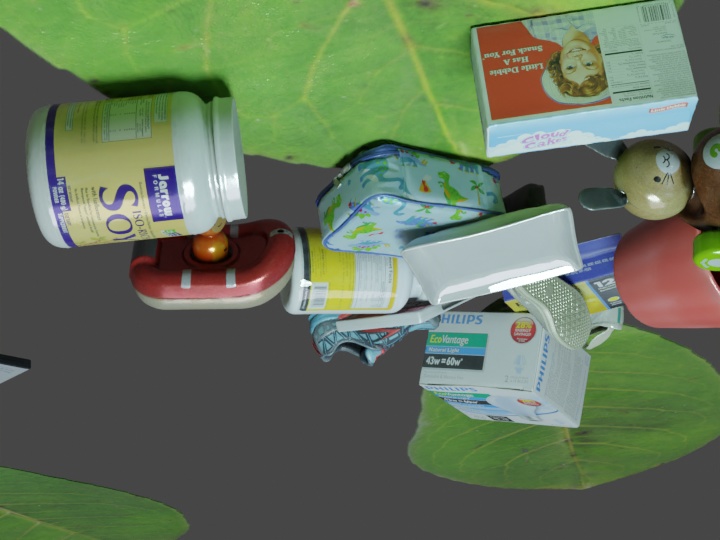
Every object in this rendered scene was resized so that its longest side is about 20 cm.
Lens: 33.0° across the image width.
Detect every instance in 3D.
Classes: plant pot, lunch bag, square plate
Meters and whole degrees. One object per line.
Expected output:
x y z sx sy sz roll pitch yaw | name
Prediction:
0.442 -0.010 1.588 0.200 0.201 0.177 9 163 -32 | plant pot
0.056 -0.073 1.442 0.200 0.083 0.161 6 153 -28 | lunch bag
0.161 -0.021 1.463 0.200 0.029 0.198 -14 157 9 | square plate

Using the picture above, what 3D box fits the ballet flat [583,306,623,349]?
0.348 0.102 1.963 0.069 0.070 0.200 9 153 -32 | ballet flat

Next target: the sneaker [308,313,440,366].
0.024 0.100 1.828 0.199 0.096 0.079 -5 158 -4 | sneaker

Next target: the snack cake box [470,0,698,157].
0.212 -0.185 1.176 0.200 0.115 0.067 -7 158 3 | snack cake box

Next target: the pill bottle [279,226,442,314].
0.000 0.000 1.564 0.200 0.112 0.112 0 157 -15 | pill bottle

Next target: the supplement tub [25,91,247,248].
-0.219 -0.102 1.216 0.199 0.146 0.145 -6 157 -1 | supplement tub

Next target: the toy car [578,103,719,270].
0.344 -0.109 1.361 0.200 0.165 0.158 9 156 -4 | toy car

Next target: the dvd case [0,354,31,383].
-0.633 0.164 1.903 0.200 0.018 0.143 -24 153 36 | dvd case

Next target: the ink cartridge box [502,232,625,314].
0.314 0.020 1.787 0.197 0.047 0.200 -16 158 21 | ink cartridge box

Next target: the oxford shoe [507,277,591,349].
0.264 0.041 1.732 0.200 0.075 0.058 43 162 -33 | oxford shoe

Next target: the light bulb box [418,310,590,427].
0.227 0.154 1.897 0.198 0.125 0.200 0 159 32 | light bulb box

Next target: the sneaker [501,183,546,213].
0.170 -0.051 1.547 0.091 0.076 0.200 9 151 -18 | sneaker

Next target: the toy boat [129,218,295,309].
-0.178 -0.034 1.455 0.199 0.131 0.131 -2 126 -3 | toy boat

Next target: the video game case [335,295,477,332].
0.080 0.044 1.663 0.143 0.017 0.200 -8 -172 39 | video game case
